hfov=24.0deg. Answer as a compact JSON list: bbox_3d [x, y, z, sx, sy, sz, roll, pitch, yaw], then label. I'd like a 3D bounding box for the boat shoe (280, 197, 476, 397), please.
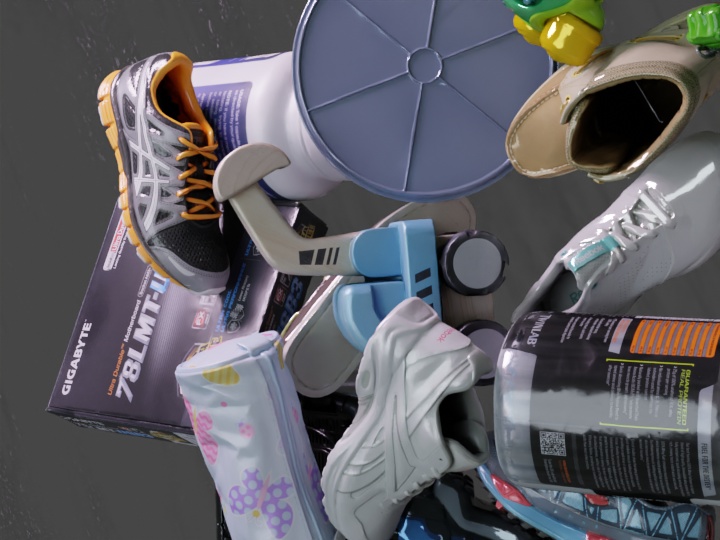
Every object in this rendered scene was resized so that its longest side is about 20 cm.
[{"bbox_3d":[0.008,0.014,1.299,0.072,0.200,0.059,45,167,-15],"label":"boat shoe"}]

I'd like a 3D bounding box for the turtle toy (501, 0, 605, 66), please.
[{"bbox_3d":[0.130,-0.233,1.164,0.146,0.101,0.200,-60,17,10],"label":"turtle toy"}]

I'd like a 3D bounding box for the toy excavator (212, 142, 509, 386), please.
[{"bbox_3d":[0.000,0.000,1.222,0.100,0.199,0.196,-175,80,-81],"label":"toy excavator"}]

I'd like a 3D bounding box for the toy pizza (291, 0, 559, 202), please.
[{"bbox_3d":[0.048,-0.150,1.261,0.199,0.032,0.202,0,89,3],"label":"toy pizza"}]

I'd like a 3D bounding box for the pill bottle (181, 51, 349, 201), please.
[{"bbox_3d":[-0.070,-0.115,1.369,0.199,0.119,0.121,1,95,42],"label":"pill bottle"}]

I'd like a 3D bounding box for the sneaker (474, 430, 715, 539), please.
[{"bbox_3d":[0.173,0.158,1.226,0.199,0.079,0.096,31,97,31],"label":"sneaker"}]

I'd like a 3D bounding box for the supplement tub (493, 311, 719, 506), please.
[{"bbox_3d":[0.198,0.092,1.128,0.199,0.122,0.123,3,97,24],"label":"supplement tub"}]

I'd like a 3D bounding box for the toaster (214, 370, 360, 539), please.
[{"bbox_3d":[-0.028,0.167,1.364,0.180,0.118,0.202,2,96,41],"label":"toaster"}]

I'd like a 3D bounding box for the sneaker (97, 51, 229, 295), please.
[{"bbox_3d":[-0.143,-0.077,1.311,0.077,0.078,0.201,-29,77,36],"label":"sneaker"}]

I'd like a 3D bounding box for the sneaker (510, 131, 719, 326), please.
[{"bbox_3d":[0.181,-0.016,1.174,0.200,0.088,0.075,-51,61,33],"label":"sneaker"}]

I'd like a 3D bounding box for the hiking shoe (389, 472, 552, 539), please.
[{"bbox_3d":[0.090,0.215,1.257,0.200,0.074,0.087,37,98,6],"label":"hiking shoe"}]

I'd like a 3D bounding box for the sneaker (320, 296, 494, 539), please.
[{"bbox_3d":[0.037,0.123,1.161,0.099,0.078,0.201,30,127,24],"label":"sneaker"}]

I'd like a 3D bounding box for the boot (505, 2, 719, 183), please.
[{"bbox_3d":[0.157,-0.099,1.131,0.199,0.155,0.073,-25,100,35],"label":"boot"}]

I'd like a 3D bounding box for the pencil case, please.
[{"bbox_3d":[-0.068,0.146,1.230,0.091,0.083,0.201,-7,102,63],"label":"pencil case"}]

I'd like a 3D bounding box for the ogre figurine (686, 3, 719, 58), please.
[{"bbox_3d":[0.313,-0.155,1.018,0.199,0.120,0.099,-26,82,42],"label":"ogre figurine"}]

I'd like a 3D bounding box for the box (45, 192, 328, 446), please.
[{"bbox_3d":[-0.142,0.038,1.366,0.198,0.050,0.201,6,70,35],"label":"box"}]
